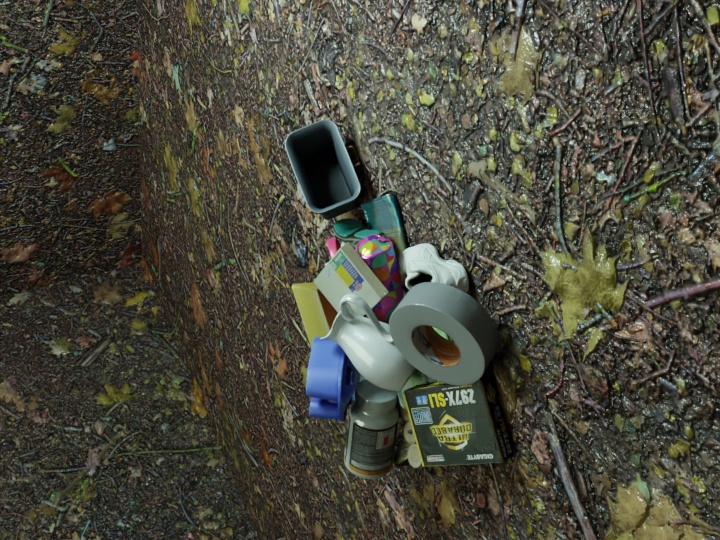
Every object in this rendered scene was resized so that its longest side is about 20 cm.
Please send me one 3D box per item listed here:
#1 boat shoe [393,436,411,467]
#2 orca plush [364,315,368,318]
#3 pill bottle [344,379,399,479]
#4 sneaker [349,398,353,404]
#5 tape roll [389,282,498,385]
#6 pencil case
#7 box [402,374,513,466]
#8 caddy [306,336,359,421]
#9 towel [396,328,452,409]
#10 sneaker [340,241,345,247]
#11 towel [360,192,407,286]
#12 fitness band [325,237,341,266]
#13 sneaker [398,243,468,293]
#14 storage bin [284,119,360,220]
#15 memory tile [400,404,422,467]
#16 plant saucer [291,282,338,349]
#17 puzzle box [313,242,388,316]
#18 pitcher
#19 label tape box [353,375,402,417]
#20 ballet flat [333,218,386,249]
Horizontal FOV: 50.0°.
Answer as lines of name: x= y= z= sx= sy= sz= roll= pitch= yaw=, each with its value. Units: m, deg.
boat shoe: x=0.125 y=0.383 z=1.730 sx=0.200 sy=0.073 sz=0.063 roll=-54 pitch=49 yaw=45
orca plush: x=-0.020 y=0.185 z=1.796 sx=0.071 sy=0.200 sz=0.106 roll=32 pitch=150 yaw=36
pill bottle: x=0.026 y=0.351 z=1.716 sx=0.116 sy=0.115 sz=0.202 roll=39 pitch=130 yaw=50
sneaker: x=-0.038 y=0.272 z=1.994 sx=0.088 sy=0.075 sz=0.201 roll=46 pitch=153 yaw=34
tape roll: x=0.153 y=0.118 z=1.427 sx=0.199 sy=0.066 sz=0.202 roll=25 pitch=142 yaw=21
pencil case: x=0.048 y=0.023 z=1.612 sx=0.088 sy=0.088 sz=0.201 roll=41 pitch=154 yaw=49
box: x=0.187 y=0.296 z=1.507 sx=0.199 sy=0.049 sz=0.162 roll=-16 pitch=87 yaw=44
caddy: x=-0.053 y=0.231 z=1.668 sx=0.201 sy=0.104 sz=0.143 roll=-82 pitch=-10 yaw=-50
towel: x=0.134 y=0.195 z=1.606 sx=0.199 sy=0.030 sz=0.151 roll=-32 pitch=72 yaw=47
sneaker: x=0.000 y=0.000 z=1.763 sx=0.075 sy=0.080 sz=0.202 roll=54 pitch=-158 yaw=-48
towel: x=0.059 y=-0.062 z=1.677 sx=0.146 sy=0.021 sz=0.202 roll=-8 pitch=96 yaw=65
fitness band: x=-0.047 y=0.022 z=1.835 sx=0.144 sy=0.037 sz=0.202 roll=-68 pitch=-36 yaw=-81
sneaker: x=0.119 y=0.002 z=1.501 sx=0.199 sy=0.098 sz=0.079 roll=26 pitch=126 yaw=57
storage bin: x=-0.069 y=-0.219 z=1.746 sx=0.134 sy=0.144 sz=0.202 roll=67 pitch=-179 yaw=-77
memory tile: x=0.137 y=0.308 z=1.638 sx=0.153 sy=0.017 sz=0.202 roll=-31 pitch=63 yaw=48
plant saucer: x=-0.070 y=0.116 z=1.887 sx=0.048 sy=0.199 sz=0.202 roll=-22 pitch=81 yaw=26
puzzle box: x=-0.023 y=0.035 z=1.614 sx=0.133 sy=0.025 sz=0.200 roll=52 pitch=152 yaw=4
pitcher: x=0.028 y=0.142 z=1.560 sx=0.199 sy=0.121 sz=0.172 roll=35 pitch=147 yaw=9
label tape box: x=0.050 y=0.269 z=1.815 sx=0.199 sy=0.066 sz=0.145 roll=-16 pitch=89 yaw=56
ballet flat: x=-0.002 y=-0.065 z=1.703 sx=0.200 sy=0.067 sz=0.064 roll=25 pitch=138 yaw=59
